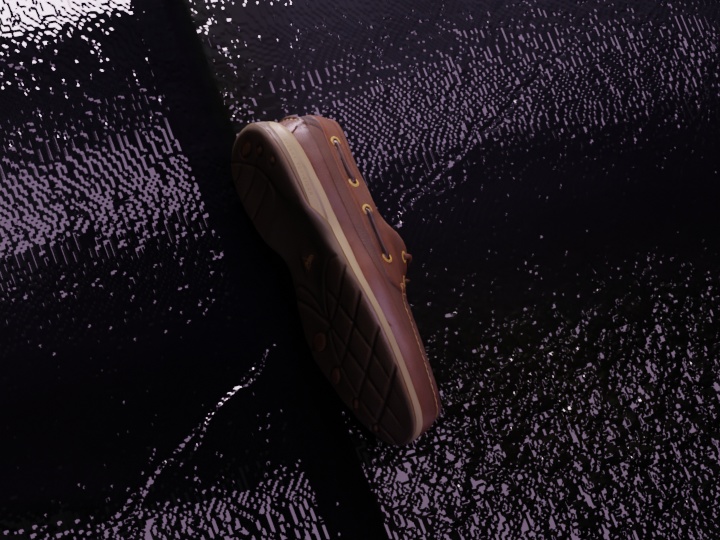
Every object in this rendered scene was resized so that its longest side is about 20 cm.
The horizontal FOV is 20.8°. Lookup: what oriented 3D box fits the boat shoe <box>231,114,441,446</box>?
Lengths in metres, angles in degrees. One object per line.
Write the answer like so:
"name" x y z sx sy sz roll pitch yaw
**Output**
"boat shoe" 0.000 0.000 1.108 0.067 0.072 0.200 -20 80 -34
